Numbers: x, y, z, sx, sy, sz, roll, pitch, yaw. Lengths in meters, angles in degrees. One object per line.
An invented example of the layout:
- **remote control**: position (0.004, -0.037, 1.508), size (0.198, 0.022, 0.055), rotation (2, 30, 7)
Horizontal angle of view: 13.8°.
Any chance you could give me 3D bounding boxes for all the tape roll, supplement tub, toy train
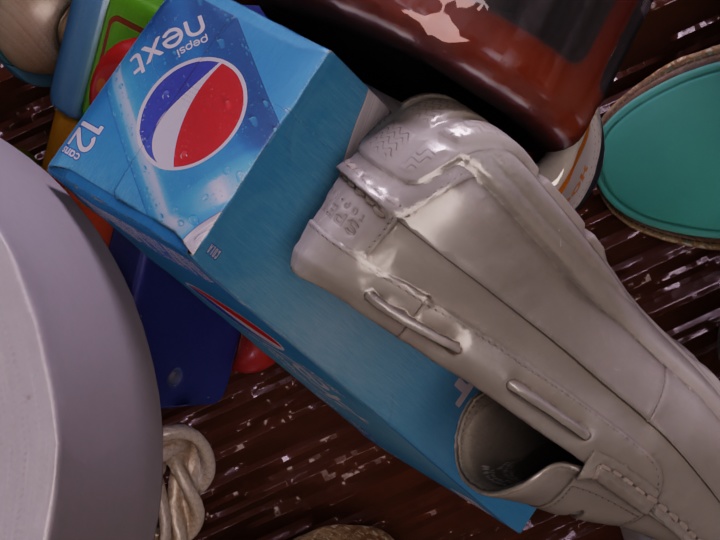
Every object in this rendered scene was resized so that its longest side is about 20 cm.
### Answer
- **tape roll**: position (-0.156, 0.049, 0.799), size (0.199, 0.066, 0.202), rotation (-2, 85, 21)
- **supplement tub**: position (0.056, -0.141, 0.814), size (0.107, 0.107, 0.201), rotation (28, 85, -8)
- **toy train**: position (-0.086, 0.003, 0.909), size (0.084, 0.115, 0.201), rotation (-2, 114, -47)

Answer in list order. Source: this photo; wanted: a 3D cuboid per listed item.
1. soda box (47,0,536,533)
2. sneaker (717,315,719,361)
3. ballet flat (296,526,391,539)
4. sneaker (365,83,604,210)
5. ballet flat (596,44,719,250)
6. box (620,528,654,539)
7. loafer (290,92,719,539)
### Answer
- **soda box**: position (0.000, 0.000, 0.858), size (0.068, 0.064, 0.200), rotation (-56, 142, -7)
- **sneaker**: position (0.196, 0.007, 0.872), size (0.199, 0.074, 0.080), rotation (-18, 65, 28)
- **ballet flat**: position (-0.031, 0.130, 0.884), size (0.065, 0.200, 0.071), rotation (2, 109, 39)
- **sneaker**: position (0.015, -0.103, 0.901), size (0.078, 0.079, 0.201), rotation (-33, 92, 3)
- **ballet flat**: position (0.170, -0.051, 0.925), size (0.199, 0.065, 0.071), rotation (-10, 97, 28)
- **box**: position (0.198, 0.113, 0.940), size (0.199, 0.106, 0.153), rotation (-19, 100, 0)
- **loafer**: position (0.056, 0.037, 0.816), size (0.070, 0.070, 0.200), rotation (-44, 116, -2)
